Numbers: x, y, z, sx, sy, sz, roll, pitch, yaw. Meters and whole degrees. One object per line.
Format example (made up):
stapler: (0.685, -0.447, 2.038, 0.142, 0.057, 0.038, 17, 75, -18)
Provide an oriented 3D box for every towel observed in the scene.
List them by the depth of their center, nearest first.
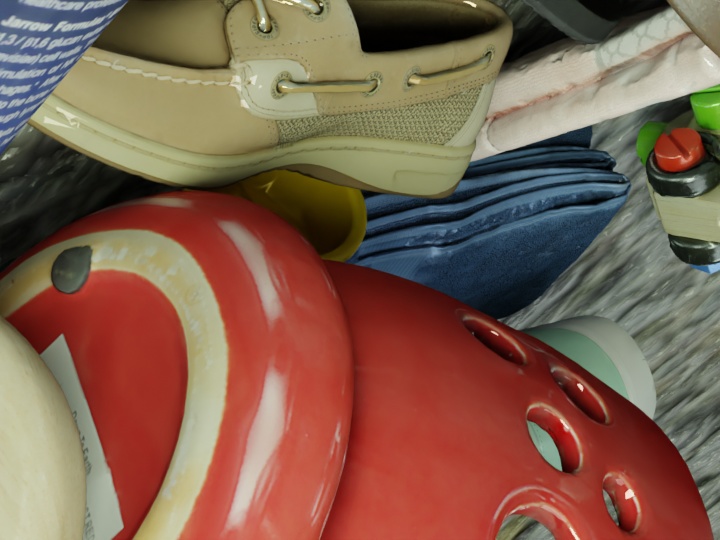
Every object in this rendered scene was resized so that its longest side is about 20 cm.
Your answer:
towel: (0.132, -0.084, 0.973, 0.200, 0.032, 0.191, -19, -178, -31)
towel: (0.000, 0.000, 1.048, 0.200, 0.049, 0.112, -15, 153, -39)

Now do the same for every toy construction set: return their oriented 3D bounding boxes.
toy construction set: (0.181, -0.049, 1.073, 0.200, 0.092, 0.131, -5, -143, 46)

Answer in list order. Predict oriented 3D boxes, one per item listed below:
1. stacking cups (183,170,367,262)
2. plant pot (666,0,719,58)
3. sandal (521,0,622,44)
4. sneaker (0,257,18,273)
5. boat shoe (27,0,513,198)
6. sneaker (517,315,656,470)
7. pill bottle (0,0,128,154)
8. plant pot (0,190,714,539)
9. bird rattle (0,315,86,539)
stacking cups: (-0.062, 0.037, 0.950, 0.060, 0.061, 0.200, -15, 150, -37)
plant pot: (0.176, -0.150, 0.797, 0.200, 0.201, 0.198, -19, 164, -31)
sandal: (0.036, -0.115, 0.821, 0.045, 0.075, 0.200, -48, 154, 9)
sneaker: (-0.136, 0.084, 0.960, 0.070, 0.094, 0.200, 20, 121, -9)
boat shoe: (-0.034, -0.066, 0.840, 0.200, 0.071, 0.065, 2, 121, -50)
sneaker: (0.010, 0.070, 1.120, 0.118, 0.074, 0.200, -24, -179, -34)
pill bottle: (-0.096, -0.091, 0.629, 0.111, 0.111, 0.200, -4, 145, -51)
plant pot: (-0.025, 0.085, 0.816, 0.200, 0.201, 0.182, -39, 132, 17)
bird rattle: (-0.143, 0.057, 0.749, 0.113, 0.163, 0.201, 57, 46, -61)
